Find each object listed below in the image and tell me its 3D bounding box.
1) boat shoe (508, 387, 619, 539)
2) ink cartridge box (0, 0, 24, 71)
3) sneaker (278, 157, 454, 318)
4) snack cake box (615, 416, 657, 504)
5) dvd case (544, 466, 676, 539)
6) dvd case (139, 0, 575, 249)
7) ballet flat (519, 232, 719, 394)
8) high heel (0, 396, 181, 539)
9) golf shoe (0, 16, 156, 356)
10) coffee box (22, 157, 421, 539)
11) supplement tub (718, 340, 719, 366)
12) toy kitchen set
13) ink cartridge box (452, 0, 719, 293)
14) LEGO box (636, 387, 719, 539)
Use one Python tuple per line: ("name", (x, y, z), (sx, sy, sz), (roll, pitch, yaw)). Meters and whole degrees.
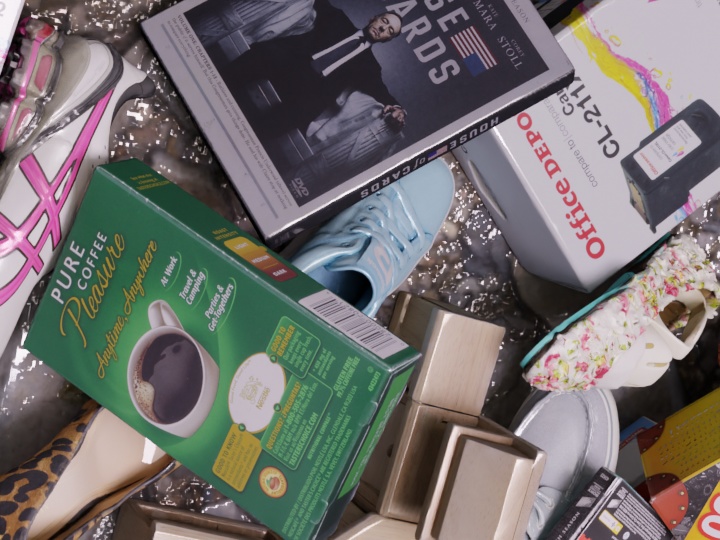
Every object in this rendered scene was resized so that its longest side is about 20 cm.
("boat shoe", (0.094, 0.153, 1.066), (0.070, 0.071, 0.202), (24, 92, 18))
("ink cartridge box", (-0.242, -0.140, 0.944), (0.115, 0.068, 0.201), (18, 92, -22))
("sneaker", (0.000, 0.000, 1.033), (0.200, 0.082, 0.074), (-45, 117, -27))
("snack cake box", (0.194, 0.212, 1.167), (0.115, 0.067, 0.201), (-32, 108, -11))
("dvd case", (0.120, 0.227, 1.069), (0.200, 0.022, 0.146), (-53, 133, -5))
("dvd case", (-0.002, -0.122, 1.013), (0.199, 0.025, 0.151), (-29, 74, -8))
("ballet flat", (0.168, 0.032, 1.076), (0.064, 0.076, 0.200), (46, 40, 9))
("high heel", (-0.127, 0.106, 0.988), (0.199, 0.142, 0.072), (-24, 107, -15))
("golf shoe", (-0.174, -0.031, 0.986), (0.092, 0.073, 0.201), (18, 92, -23))
("coffee box", (-0.076, 0.041, 0.954), (0.200, 0.044, 0.123), (32, 115, 17))
("supplement tub", (0.333, 0.088, 1.168), (0.200, 0.122, 0.123), (37, 85, -22))
("toy kitchen set", (-0.016, 0.110, 1.020), (0.180, 0.163, 0.201), (15, 93, -22))
("ink cartridge box", (0.161, -0.103, 1.093), (0.200, 0.083, 0.146), (-38, 110, -11))
("LEGO box", (0.288, 0.121, 1.069), (0.200, 0.077, 0.149), (-33, 110, 15))
